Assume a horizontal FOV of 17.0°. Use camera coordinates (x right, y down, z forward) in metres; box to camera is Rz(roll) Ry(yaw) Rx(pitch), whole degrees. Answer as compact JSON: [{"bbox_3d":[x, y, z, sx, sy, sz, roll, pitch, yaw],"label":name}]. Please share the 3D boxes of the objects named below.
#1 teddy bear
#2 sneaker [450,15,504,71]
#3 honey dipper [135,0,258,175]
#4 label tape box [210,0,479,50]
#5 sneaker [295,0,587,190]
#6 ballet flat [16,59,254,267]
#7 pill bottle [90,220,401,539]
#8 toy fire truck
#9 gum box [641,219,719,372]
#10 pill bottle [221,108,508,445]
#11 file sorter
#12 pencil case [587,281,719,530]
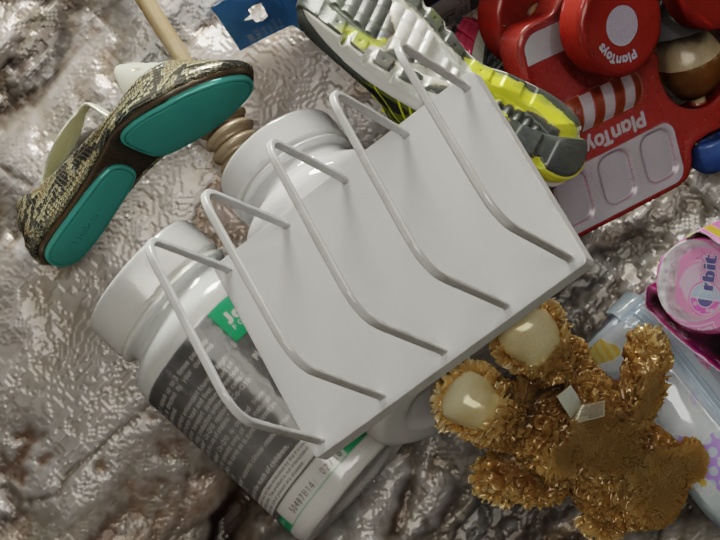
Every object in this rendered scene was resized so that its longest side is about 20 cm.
[{"bbox_3d":[0.123,0.087,1.447,0.199,0.067,0.146,17,100,-35],"label":"teddy bear"},{"bbox_3d":[0.079,-0.066,1.566,0.074,0.081,0.201,10,82,4],"label":"sneaker"},{"bbox_3d":[-0.126,-0.155,1.621,0.038,0.038,0.201,-31,78,0],"label":"honey dipper"},{"bbox_3d":[0.013,-0.181,1.557,0.199,0.144,0.064,-31,82,1],"label":"label tape box"},{"bbox_3d":[0.038,-0.098,1.466,0.200,0.085,0.075,36,47,-1],"label":"sneaker"},{"bbox_3d":[-0.158,-0.089,1.584,0.200,0.068,0.075,-43,60,17],"label":"ballet flat"},{"bbox_3d":[-0.071,0.068,1.544,0.200,0.113,0.113,41,87,9],"label":"pill bottle"},{"bbox_3d":[0.176,-0.128,1.542,0.199,0.112,0.169,-26,112,-28],"label":"toy fire truck"},{"bbox_3d":[0.273,0.044,1.449,0.200,0.113,0.066,41,114,17],"label":"gum box"},{"bbox_3d":[0.000,0.000,1.486,0.112,0.112,0.200,-36,66,0],"label":"pill bottle"},{"bbox_3d":[-0.002,-0.012,1.356,0.200,0.124,0.139,-37,66,16],"label":"file sorter"},{"bbox_3d":[0.223,0.102,1.524,0.083,0.091,0.200,-41,80,0],"label":"pencil case"}]
